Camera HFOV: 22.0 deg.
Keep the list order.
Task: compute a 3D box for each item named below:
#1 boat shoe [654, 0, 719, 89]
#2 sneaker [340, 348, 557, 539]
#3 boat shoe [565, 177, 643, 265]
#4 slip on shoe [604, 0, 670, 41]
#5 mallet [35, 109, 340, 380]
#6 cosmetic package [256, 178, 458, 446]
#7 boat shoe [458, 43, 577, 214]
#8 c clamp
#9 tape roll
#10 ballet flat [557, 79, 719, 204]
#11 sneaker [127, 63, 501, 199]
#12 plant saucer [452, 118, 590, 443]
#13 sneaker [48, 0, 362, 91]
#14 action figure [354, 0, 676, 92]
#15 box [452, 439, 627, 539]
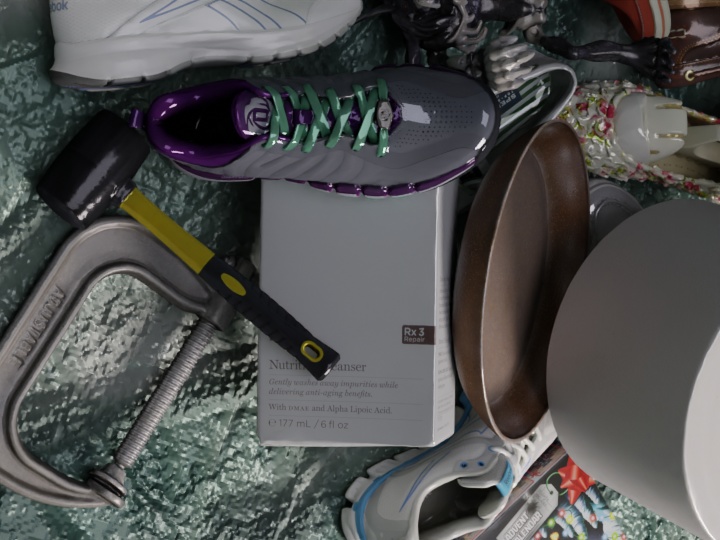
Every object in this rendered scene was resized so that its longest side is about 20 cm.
[{"bbox_3d":[0.283,-0.164,1.287,0.198,0.070,0.071,-8,95,-21],"label":"boat shoe"},{"bbox_3d":[0.085,0.124,1.205,0.200,0.086,0.075,-41,114,-20],"label":"sneaker"},{"bbox_3d":[0.204,0.023,1.268,0.072,0.068,0.201,-36,114,-21],"label":"boat shoe"},{"bbox_3d":[0.131,-0.218,1.192,0.061,0.074,0.200,-42,115,-1],"label":"slip on shoe"},{"bbox_3d":[-0.100,-0.001,1.055,0.066,0.041,0.200,-42,86,-11],"label":"mallet"},{"bbox_3d":[0.000,0.000,1.098,0.112,0.081,0.202,-1,92,12],"label":"cosmetic package"},{"bbox_3d":[0.054,-0.075,1.166,0.200,0.067,0.074,-47,117,-16],"label":"boat shoe"},{"bbox_3d":[-0.133,0.061,1.100,0.171,0.027,0.201,44,75,-28],"label":"c clamp"},{"bbox_3d":[0.236,0.067,1.175,0.201,0.139,0.205,-10,109,-30],"label":"tape roll"},{"bbox_3d":[0.215,-0.091,1.259,0.198,0.064,0.076,9,75,-32],"label":"ballet flat"},{"bbox_3d":[-0.025,-0.075,1.017,0.198,0.087,0.075,-4,90,14],"label":"sneaker"},{"bbox_3d":[0.098,0.005,1.150,0.200,0.032,0.202,8,90,-67],"label":"plant saucer"},{"bbox_3d":[-0.087,-0.157,1.070,0.198,0.074,0.088,-12,98,-30],"label":"sneaker"},{"bbox_3d":[0.091,-0.164,1.124,0.198,0.102,0.120,2,90,-4],"label":"action figure"},{"bbox_3d":[0.097,0.229,1.255,0.200,0.040,0.138,-40,114,-19],"label":"box"}]
